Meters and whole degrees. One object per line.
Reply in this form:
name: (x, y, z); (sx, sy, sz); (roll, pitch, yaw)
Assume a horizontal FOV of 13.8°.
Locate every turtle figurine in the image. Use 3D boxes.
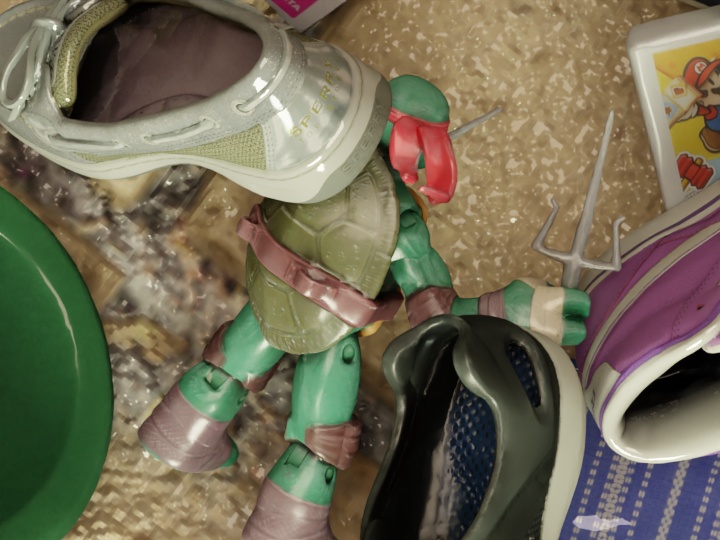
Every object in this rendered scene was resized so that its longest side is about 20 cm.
turtle figurine: (0.000, 0.000, 1.060); (0.100, 0.150, 0.201); (18, 110, -37)

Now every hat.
hat: (-0.219, 0.050, 1.122); (0.199, 0.176, 0.167); (26, 62, -26)

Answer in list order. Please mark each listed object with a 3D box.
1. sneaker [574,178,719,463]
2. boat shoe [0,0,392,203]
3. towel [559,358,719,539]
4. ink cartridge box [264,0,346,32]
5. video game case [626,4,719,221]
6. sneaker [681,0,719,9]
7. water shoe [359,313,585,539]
sneaker: (0.158, -0.006, 1.001); (0.073, 0.114, 0.200); (42, 108, -14)
boat shoe: (-0.076, -0.072, 1.053); (0.201, 0.065, 0.075); (18, 75, 47)
towel: (0.132, 0.122, 1.090); (0.199, 0.024, 0.146); (15, 100, 0)
ink cartridge box: (-0.016, -0.198, 1.060); (0.119, 0.042, 0.201); (38, 56, -17)
video game case: (0.211, -0.024, 1.065); (0.199, 0.023, 0.183); (-13, 114, 7)
sneaker: (0.177, -0.120, 1.088); (0.199, 0.085, 0.075); (20, 87, 3)
water shoe: (0.022, 0.114, 0.971); (0.071, 0.079, 0.201); (-1, 79, 36)
